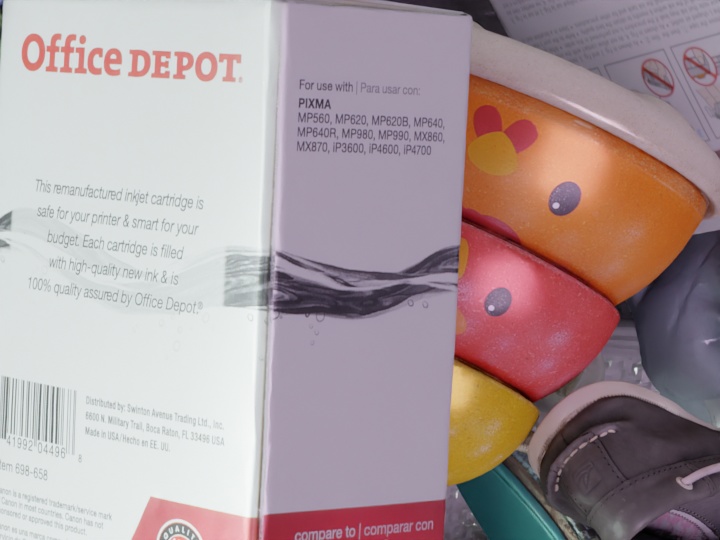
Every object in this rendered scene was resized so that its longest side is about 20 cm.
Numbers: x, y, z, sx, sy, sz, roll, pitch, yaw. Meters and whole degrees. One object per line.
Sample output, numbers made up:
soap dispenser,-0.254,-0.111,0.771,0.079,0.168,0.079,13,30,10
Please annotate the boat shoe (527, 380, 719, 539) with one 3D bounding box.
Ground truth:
boat shoe,0.141,0.088,1.029,0.200,0.057,0.067,14,124,-41

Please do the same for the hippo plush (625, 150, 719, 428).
hippo plush,0.190,-0.012,1.125,0.161,0.159,0.200,-18,98,-27

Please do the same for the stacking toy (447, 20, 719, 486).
stacking toy,0.028,0.024,0.992,0.146,0.146,0.200,26,83,-29

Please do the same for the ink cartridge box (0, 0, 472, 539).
ink cartridge box,-0.046,0.011,0.918,0.084,0.144,0.200,-2,96,-42

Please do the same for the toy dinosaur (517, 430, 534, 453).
toy dinosaur,-0.013,0.062,1.063,0.200,0.088,0.048,12,113,16

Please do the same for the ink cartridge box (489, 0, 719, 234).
ink cartridge box,0.109,-0.113,1.020,0.047,0.160,0.200,-36,104,-32

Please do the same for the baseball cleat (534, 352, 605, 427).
baseball cleat,0.000,0.000,1.105,0.200,0.106,0.070,38,82,0

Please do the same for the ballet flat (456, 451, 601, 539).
ballet flat,0.111,0.128,1.113,0.074,0.200,0.074,-31,162,-11

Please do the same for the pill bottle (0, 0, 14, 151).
pill bottle,-0.137,-0.032,1.009,0.112,0.112,0.200,-27,119,-10
